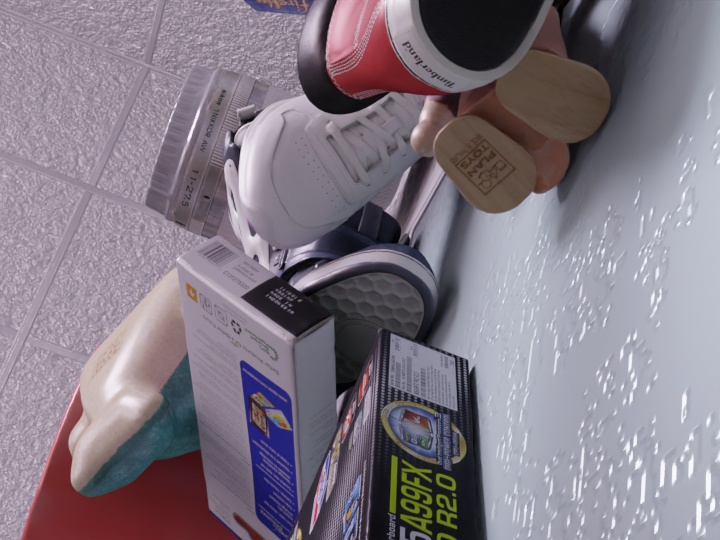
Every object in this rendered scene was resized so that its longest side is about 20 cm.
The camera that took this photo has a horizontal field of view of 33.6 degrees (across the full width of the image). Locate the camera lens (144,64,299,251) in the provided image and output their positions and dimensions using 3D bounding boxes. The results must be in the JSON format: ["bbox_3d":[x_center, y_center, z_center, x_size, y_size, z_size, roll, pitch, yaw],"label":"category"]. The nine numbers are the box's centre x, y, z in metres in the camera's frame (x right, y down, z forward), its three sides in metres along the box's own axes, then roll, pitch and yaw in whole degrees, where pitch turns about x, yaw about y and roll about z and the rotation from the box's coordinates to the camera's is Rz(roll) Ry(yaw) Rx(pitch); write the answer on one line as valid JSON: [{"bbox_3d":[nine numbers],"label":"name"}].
[{"bbox_3d":[-0.094,-0.096,1.165,0.160,0.197,0.162,-160,90,-83],"label":"camera lens"}]

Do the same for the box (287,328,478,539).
[{"bbox_3d":[-0.005,0.141,0.456,0.201,0.044,0.162,-83,15,-62],"label":"box"}]

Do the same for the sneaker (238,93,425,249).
[{"bbox_3d":[0.007,-0.088,0.668,0.099,0.075,0.200,-22,19,50],"label":"sneaker"}]

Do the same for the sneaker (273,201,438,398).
[{"bbox_3d":[-0.002,-0.001,0.701,0.202,0.076,0.148,-43,18,54],"label":"sneaker"}]

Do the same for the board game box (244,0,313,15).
[{"bbox_3d":[0.019,-0.231,0.772,0.035,0.197,0.138,33,-106,-55],"label":"board game box"}]

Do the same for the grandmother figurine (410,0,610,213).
[{"bbox_3d":[0.067,-0.097,0.534,0.121,0.061,0.201,-36,20,25],"label":"grandmother figurine"}]

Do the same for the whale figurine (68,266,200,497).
[{"bbox_3d":[-0.119,0.081,0.758,0.159,0.104,0.200,-44,14,14],"label":"whale figurine"}]

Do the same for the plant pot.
[{"bbox_3d":[-0.147,0.177,0.902,0.200,0.175,0.204,-161,90,-84],"label":"plant pot"}]

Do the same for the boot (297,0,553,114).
[{"bbox_3d":[0.050,-0.152,0.488,0.201,0.072,0.144,-54,19,-14],"label":"boot"}]

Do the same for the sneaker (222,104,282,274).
[{"bbox_3d":[-0.055,-0.048,0.875,0.200,0.078,0.131,-113,12,-48],"label":"sneaker"}]

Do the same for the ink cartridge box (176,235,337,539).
[{"bbox_3d":[-0.054,0.086,0.666,0.037,0.094,0.203,-30,-43,-35],"label":"ink cartridge box"}]

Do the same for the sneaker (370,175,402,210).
[{"bbox_3d":[0.032,-0.146,0.852,0.202,0.073,0.116,-62,6,24],"label":"sneaker"}]
